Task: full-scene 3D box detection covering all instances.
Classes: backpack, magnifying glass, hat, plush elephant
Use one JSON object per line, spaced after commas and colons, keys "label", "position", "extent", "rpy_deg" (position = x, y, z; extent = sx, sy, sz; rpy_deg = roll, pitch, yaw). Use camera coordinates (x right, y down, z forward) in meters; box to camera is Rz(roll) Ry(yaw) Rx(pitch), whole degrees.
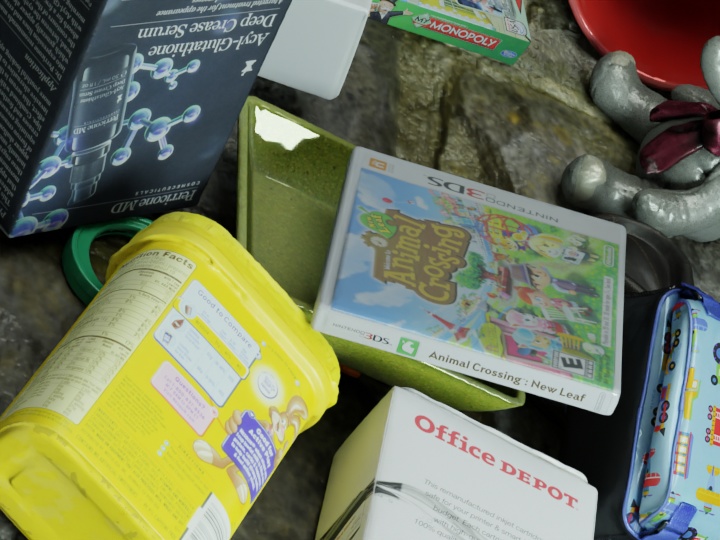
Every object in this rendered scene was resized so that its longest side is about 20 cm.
{"label": "backpack", "position": [0.227, 0.118, 1.686], "extent": [0.200, 0.134, 0.183], "rpy_deg": [25, 68, -29]}
{"label": "magnifying glass", "position": [-0.087, 0.021, 1.647], "extent": [0.200, 0.022, 0.080], "rpy_deg": [20, 43, -19]}
{"label": "hat", "position": [0.176, 0.022, 1.797], "extent": [0.200, 0.081, 0.201], "rpy_deg": [22, 43, -22]}
{"label": "plush elephant", "position": [0.260, -0.093, 1.908], "extent": [0.200, 0.155, 0.165], "rpy_deg": [36, 40, -4]}

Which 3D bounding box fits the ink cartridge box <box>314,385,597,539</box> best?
{"label": "ink cartridge box", "position": [0.048, 0.185, 1.545], "extent": [0.144, 0.084, 0.200], "rpy_deg": [28, 42, -14]}

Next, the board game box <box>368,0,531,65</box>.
{"label": "board game box", "position": [0.048, -0.247, 1.989], "extent": [0.134, 0.029, 0.200], "rpy_deg": [15, 46, -27]}

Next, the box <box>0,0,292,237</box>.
{"label": "box", "position": [-0.145, -0.134, 1.592], "extent": [0.148, 0.200, 0.107], "rpy_deg": [-12, 51, -42]}

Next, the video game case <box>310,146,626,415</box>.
{"label": "video game case", "position": [0.070, 0.002, 1.636], "extent": [0.182, 0.022, 0.200], "rpy_deg": [16, 31, -3]}

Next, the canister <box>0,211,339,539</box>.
{"label": "canister", "position": [-0.111, 0.081, 1.507], "extent": [0.149, 0.087, 0.200], "rpy_deg": [48, 40, -12]}

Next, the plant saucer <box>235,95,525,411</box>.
{"label": "plant saucer", "position": [0.000, 0.000, 1.688], "extent": [0.200, 0.048, 0.200], "rpy_deg": [25, 32, -19]}

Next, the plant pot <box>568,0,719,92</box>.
{"label": "plant pot", "position": [0.258, -0.259, 2.048], "extent": [0.200, 0.201, 0.177], "rpy_deg": [33, 31, -8]}

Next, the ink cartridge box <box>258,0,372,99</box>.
{"label": "ink cartridge box", "position": [-0.057, -0.225, 1.826], "extent": [0.144, 0.085, 0.200], "rpy_deg": [18, 42, -5]}
